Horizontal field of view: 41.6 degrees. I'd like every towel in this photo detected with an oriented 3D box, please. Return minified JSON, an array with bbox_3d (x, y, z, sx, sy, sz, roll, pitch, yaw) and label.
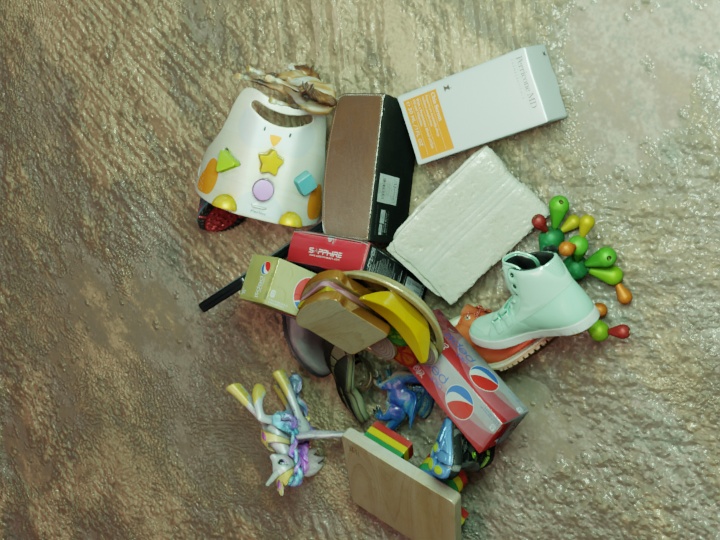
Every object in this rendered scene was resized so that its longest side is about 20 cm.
[{"bbox_3d":[0.144,-0.058,1.290,0.133,0.034,0.200,43,109,-12],"label":"towel"}]

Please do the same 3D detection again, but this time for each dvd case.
[{"bbox_3d":[-0.139,-0.011,1.424,0.018,0.200,0.143,56,141,-4],"label":"dvd case"}]

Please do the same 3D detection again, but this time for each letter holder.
[{"bbox_3d":[-0.009,-0.143,1.344,0.142,0.101,0.200,8,92,33],"label":"letter holder"}]

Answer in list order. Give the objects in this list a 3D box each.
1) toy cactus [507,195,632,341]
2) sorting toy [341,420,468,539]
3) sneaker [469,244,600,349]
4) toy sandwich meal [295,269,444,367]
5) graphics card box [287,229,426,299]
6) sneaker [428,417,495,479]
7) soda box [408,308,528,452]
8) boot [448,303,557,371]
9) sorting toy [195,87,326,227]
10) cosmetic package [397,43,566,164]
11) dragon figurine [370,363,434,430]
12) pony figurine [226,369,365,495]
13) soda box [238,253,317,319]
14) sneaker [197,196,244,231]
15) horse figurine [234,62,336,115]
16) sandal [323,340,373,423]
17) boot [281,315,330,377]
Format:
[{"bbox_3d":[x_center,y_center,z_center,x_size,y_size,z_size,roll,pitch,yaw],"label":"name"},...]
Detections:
[{"bbox_3d":[0.263,0.009,1.251,0.165,0.102,0.200,-18,102,46],"label":"toy cactus"},{"bbox_3d":[0.079,0.326,1.435,0.199,0.070,0.200,27,145,27],"label":"sorting toy"},{"bbox_3d":[0.199,0.030,1.213,0.200,0.074,0.118,-18,109,49],"label":"sneaker"},{"bbox_3d":[0.013,0.075,1.255,0.205,0.070,0.205,22,147,16],"label":"toy sandwich meal"},{"bbox_3d":[0.000,0.000,1.354,0.125,0.200,0.051,10,81,30],"label":"graphics card box"},{"bbox_3d":[0.148,0.247,1.332,0.083,0.200,0.071,23,99,14],"label":"sneaker"},{"bbox_3d":[0.135,0.149,1.310,0.200,0.063,0.070,49,131,25],"label":"soda box"},{"bbox_3d":[0.189,0.088,1.330,0.200,0.075,0.107,-27,83,38],"label":"boot"},{"bbox_3d":[-0.133,-0.171,1.400,0.200,0.107,0.180,13,107,-8],"label":"sorting toy"},{"bbox_3d":[0.159,-0.217,1.257,0.200,0.071,0.102,-16,94,36],"label":"cosmetic package"},{"bbox_3d":[0.073,0.204,1.448,0.099,0.059,0.200,13,110,31],"label":"dragon figurine"},{"bbox_3d":[-0.106,0.262,1.528,0.167,0.193,0.200,-42,60,32],"label":"pony figurine"},{"bbox_3d":[-0.071,0.041,1.349,0.064,0.200,0.068,8,78,47],"label":"soda box"},{"bbox_3d":[-0.218,-0.147,1.546,0.200,0.079,0.096,120,147,-43],"label":"sneaker"},{"bbox_3d":[-0.087,-0.255,1.326,0.200,0.132,0.050,39,119,53],"label":"horse figurine"},{"bbox_3d":[-0.010,0.161,1.464,0.080,0.057,0.201,54,167,36],"label":"sandal"},{"bbox_3d":[-0.062,0.064,1.496,0.132,0.070,0.200,-26,93,31],"label":"boot"}]
